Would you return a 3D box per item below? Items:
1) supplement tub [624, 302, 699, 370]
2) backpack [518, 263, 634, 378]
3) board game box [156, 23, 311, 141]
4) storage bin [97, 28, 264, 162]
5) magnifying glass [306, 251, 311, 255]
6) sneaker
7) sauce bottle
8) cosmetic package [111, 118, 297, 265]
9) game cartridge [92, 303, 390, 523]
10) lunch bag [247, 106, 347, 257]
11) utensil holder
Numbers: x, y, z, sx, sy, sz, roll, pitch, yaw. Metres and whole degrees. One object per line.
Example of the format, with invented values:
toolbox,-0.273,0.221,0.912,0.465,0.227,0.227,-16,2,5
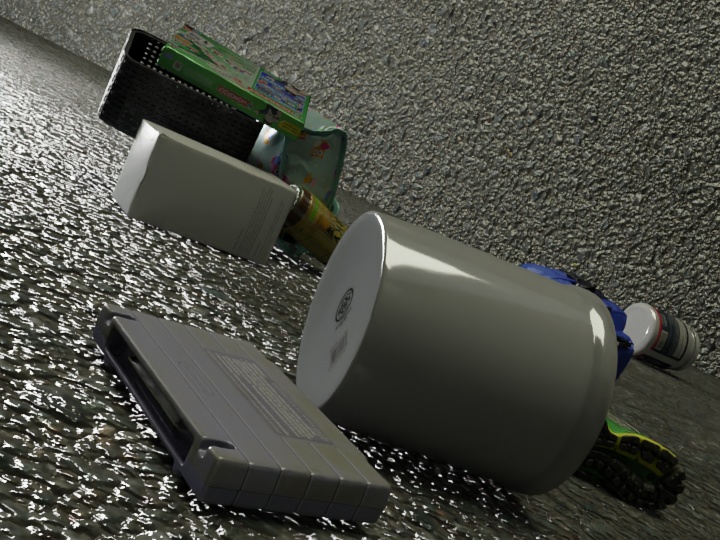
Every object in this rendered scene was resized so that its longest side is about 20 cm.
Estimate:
supplement tub,0.791,0.180,2.430,0.197,0.143,0.140,22,8,-28
backpack,0.268,0.083,1.254,0.198,0.165,0.167,20,12,-42
board game box,-0.160,-0.249,1.199,0.197,0.029,0.135,28,24,-12
storage bin,-0.231,-0.218,1.201,0.197,0.095,0.136,23,24,-19
magnifying glass,0.000,0.000,1.457,0.197,0.023,0.080,28,8,6
sneaker,0.226,0.169,0.923,0.198,0.079,0.085,35,1,0
sauce bottle,-0.045,-0.044,1.303,0.200,0.065,0.064,41,-4,-39
cosmetic package,-0.191,-0.094,1.127,0.197,0.109,0.085,22,9,-34
game cartridge,-0.079,0.087,0.565,0.128,0.039,0.199,25,6,-38
lunch bag,-0.109,-0.138,1.366,0.120,0.204,0.170,-1,22,-29
utensil holder,0.069,0.062,0.709,0.197,0.173,0.170,21,8,-17
